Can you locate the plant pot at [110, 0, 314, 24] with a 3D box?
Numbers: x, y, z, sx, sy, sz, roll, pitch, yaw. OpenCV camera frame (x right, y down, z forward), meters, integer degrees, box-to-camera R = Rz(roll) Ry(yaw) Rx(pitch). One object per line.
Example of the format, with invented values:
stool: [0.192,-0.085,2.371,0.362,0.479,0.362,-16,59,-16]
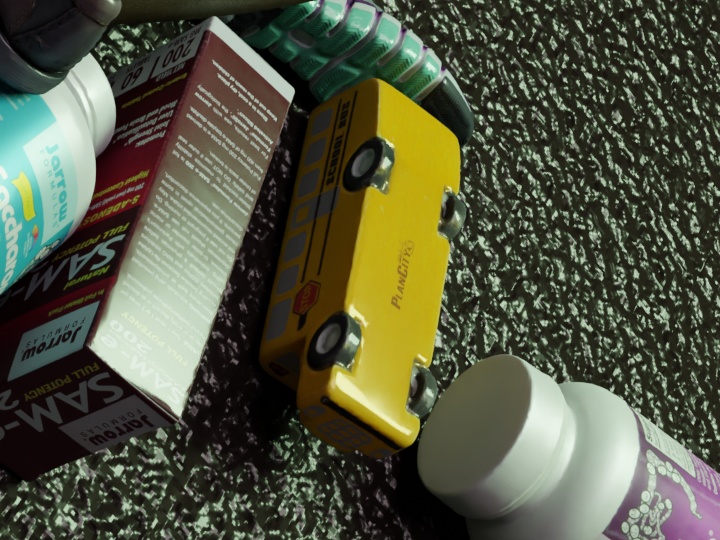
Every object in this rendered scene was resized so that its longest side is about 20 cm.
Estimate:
plant pot: [-0.067,-0.196,1.210,0.199,0.187,0.188,7,67,-35]

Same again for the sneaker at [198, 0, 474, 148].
sneaker: [-0.010,-0.142,1.356,0.200,0.074,0.088,36,44,-29]

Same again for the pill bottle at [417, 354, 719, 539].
pill bottle: [0.126,0.129,1.341,0.200,0.112,0.113,36,49,-30]

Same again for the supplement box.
supplement box: [-0.109,-0.011,1.161,0.061,0.108,0.201,40,46,-28]

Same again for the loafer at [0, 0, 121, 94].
loafer: [-0.142,-0.172,1.092,0.072,0.063,0.201,21,47,-50]

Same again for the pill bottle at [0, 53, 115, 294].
pill bottle: [-0.187,-0.033,1.086,0.111,0.110,0.200,56,42,-11]

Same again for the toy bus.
toy bus: [0.000,0.000,1.293,0.065,0.078,0.201,35,50,-32]
